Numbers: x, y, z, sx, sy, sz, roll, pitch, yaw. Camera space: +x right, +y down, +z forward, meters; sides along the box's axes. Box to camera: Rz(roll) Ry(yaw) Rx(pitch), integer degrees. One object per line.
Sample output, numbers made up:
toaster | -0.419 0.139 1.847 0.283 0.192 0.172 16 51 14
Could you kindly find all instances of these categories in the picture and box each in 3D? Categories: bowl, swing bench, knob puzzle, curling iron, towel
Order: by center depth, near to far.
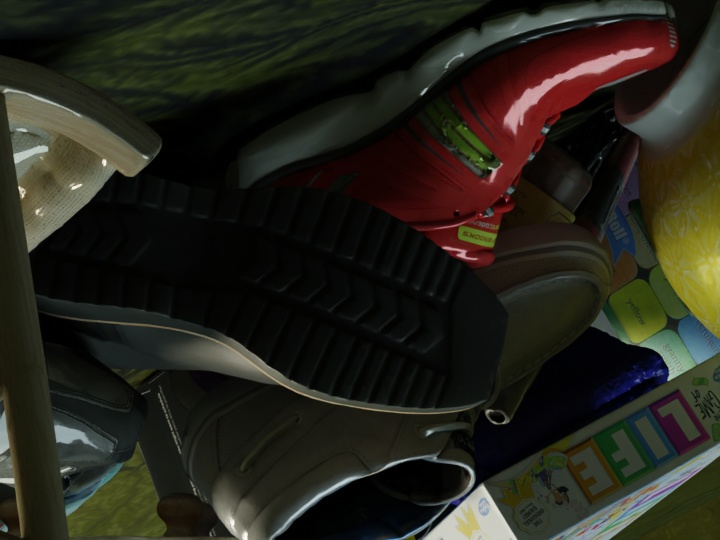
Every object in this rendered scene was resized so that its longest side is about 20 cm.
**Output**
swing bench | -0.181 0.046 0.805 0.130 0.200 0.199 26 140 -27
bowl | 0.170 -0.071 1.017 0.108 0.200 0.200 28 147 -14
knob puzzle | -0.120 0.113 1.071 0.219 0.030 0.220 0 173 0
curling iron | 0.092 -0.003 1.121 0.050 0.026 0.200 -35 -156 43
towel | 0.032 0.058 1.188 0.148 0.050 0.200 -27 -150 -36

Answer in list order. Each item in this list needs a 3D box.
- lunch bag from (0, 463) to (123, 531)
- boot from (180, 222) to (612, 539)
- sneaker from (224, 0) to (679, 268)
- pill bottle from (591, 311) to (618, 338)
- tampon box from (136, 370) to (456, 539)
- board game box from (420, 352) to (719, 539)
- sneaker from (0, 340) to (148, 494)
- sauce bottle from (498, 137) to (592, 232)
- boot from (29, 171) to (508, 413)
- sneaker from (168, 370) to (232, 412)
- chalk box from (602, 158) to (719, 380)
lunch bag | -0.219 0.102 1.149 0.200 0.077 0.160 -9 161 -48
boot | 0.031 0.058 1.000 0.200 0.096 0.074 -29 130 -9
sneaker | 0.045 -0.045 0.997 0.200 0.085 0.077 -26 168 14
pill bottle | 0.160 0.014 1.387 0.113 0.113 0.200 -28 167 20
tampon box | 0.002 0.095 1.350 0.200 0.150 0.126 -13 166 -40
board game box | 0.080 0.109 1.068 0.134 0.034 0.200 -26 167 -26
sneaker | -0.149 0.059 0.979 0.090 0.067 0.200 21 166 -30
sauce bottle | 0.026 0.026 1.085 0.200 0.065 0.065 -57 164 1
boot | -0.047 0.017 0.976 0.200 0.078 0.138 19 162 0
sneaker | 0.000 0.000 1.142 0.200 0.080 0.089 -27 137 -36
chalk box | 0.188 -0.019 1.219 0.124 0.125 0.200 -35 170 38
